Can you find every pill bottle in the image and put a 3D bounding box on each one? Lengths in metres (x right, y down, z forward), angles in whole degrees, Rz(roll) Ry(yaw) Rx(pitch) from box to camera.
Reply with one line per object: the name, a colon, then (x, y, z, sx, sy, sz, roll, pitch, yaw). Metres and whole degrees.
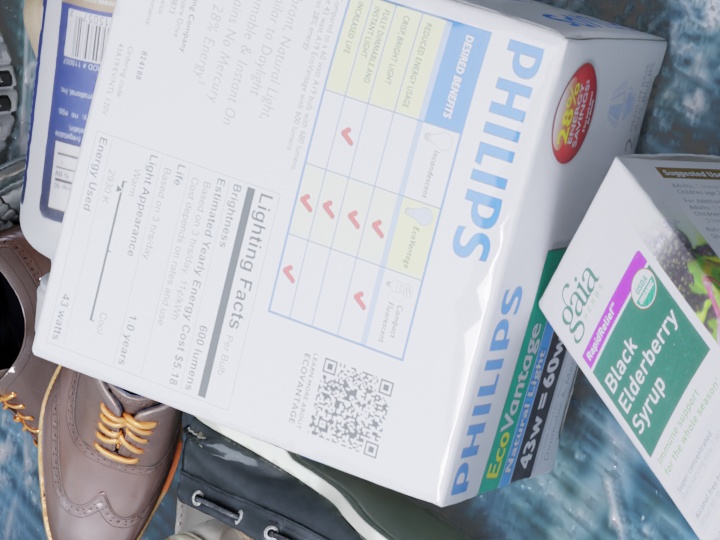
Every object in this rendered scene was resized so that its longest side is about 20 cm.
pill bottle: (-0.113, -0.061, 1.476, 0.111, 0.111, 0.201, 25, 111, 55)

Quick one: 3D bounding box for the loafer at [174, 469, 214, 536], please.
loafer: (-0.075, 0.191, 1.452, 0.070, 0.070, 0.201, -17, 76, 56)

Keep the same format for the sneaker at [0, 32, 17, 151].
sneaker: (-0.246, -0.061, 1.726, 0.081, 0.075, 0.201, 175, 95, -66)

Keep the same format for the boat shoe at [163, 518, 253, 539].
boat shoe: (-0.011, 0.179, 1.349, 0.200, 0.069, 0.074, 41, 143, 24)

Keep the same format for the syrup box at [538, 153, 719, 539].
syrup box: (0.154, 0.048, 1.087, 0.200, 0.081, 0.079, 57, 134, 39)

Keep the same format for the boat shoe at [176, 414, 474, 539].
boat shoe: (-0.011, 0.126, 1.313, 0.199, 0.074, 0.066, 32, 102, 27)

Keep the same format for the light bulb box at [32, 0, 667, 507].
light bulb box: (-0.004, -0.030, 1.206, 0.200, 0.125, 0.199, 19, 101, 24)

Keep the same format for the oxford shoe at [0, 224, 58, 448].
oxford shoe: (-0.170, 0.073, 1.589, 0.071, 0.073, 0.201, -12, 90, 55)

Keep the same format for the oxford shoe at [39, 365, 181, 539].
oxford shoe: (-0.119, 0.065, 1.413, 0.073, 0.071, 0.200, -87, 10, -68)

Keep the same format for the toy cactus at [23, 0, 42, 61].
toy cactus: (-0.175, -0.177, 1.605, 0.200, 0.102, 0.165, -7, 94, 49)

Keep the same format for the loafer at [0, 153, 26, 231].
loafer: (-0.229, 0.014, 1.640, 0.200, 0.072, 0.063, -40, 18, 20)
